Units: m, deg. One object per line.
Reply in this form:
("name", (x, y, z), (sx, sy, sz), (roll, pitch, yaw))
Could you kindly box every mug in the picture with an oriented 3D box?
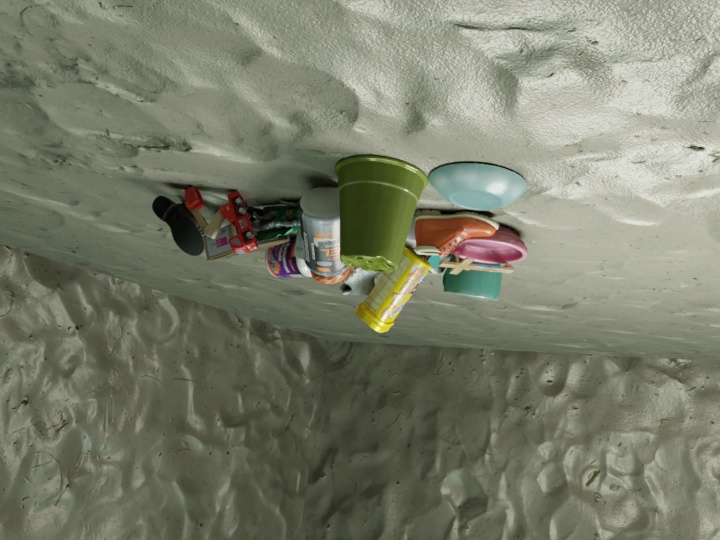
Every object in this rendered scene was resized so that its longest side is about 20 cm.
("mug", (0.293, 0.009, 1.786), (0.181, 0.117, 0.151), (9, 180, 28))

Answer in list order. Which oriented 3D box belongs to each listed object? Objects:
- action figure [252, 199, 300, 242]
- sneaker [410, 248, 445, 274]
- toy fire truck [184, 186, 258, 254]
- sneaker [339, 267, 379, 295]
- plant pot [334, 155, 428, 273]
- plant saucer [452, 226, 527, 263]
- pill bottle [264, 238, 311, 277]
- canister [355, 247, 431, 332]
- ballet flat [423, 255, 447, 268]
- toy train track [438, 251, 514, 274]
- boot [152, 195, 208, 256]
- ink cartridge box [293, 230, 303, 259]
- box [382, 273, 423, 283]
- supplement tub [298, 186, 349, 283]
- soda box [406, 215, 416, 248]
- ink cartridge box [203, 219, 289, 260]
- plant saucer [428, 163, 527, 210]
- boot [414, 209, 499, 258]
("action figure", (-0.185, -0.130, 1.610), (0.196, 0.121, 0.055), (-10, 148, 31))
("sneaker", (0.144, -0.042, 1.800), (0.197, 0.081, 0.128), (-6, -160, -45))
("toy fire truck", (-0.340, -0.123, 1.605), (0.138, 0.204, 0.049), (-21, 165, 3))
("sneaker", (0.000, 0.000, 1.611), (0.085, 0.075, 0.202), (-12, 141, -22))
("plant pot", (0.029, -0.103, 1.335), (0.195, 0.195, 0.200), (9, 167, 2))
("plant saucer", (0.312, -0.067, 1.616), (0.196, 0.052, 0.201), (9, 168, 2))
("pill bottle", (-0.177, -0.037, 1.935), (0.197, 0.114, 0.111), (-2, 164, 37))
("canister", (0.085, 0.046, 1.630), (0.086, 0.202, 0.148), (37, -173, 13))
("ballet flat", (0.185, -0.068, 1.660), (0.067, 0.069, 0.200), (-18, 161, -1))
("toy train track", (0.293, -0.020, 1.659), (0.195, 0.033, 0.115), (6, 161, -13))
("boot", (-0.427, -0.113, 1.676), (0.201, 0.069, 0.174), (50, -172, 13))
("ink cartridge box", (-0.055, -0.053, 1.707), (0.197, 0.087, 0.144), (5, -170, -46))
("box", (0.125, 0.013, 1.876), (0.069, 0.066, 0.199), (12, -167, 20))
("supplement tub", (-0.074, -0.076, 1.489), (0.120, 0.124, 0.203), (6, 133, 10))
("soda box", (0.051, -0.106, 1.594), (0.195, 0.065, 0.068), (9, 167, -2))
("ink cartridge box", (-0.309, -0.087, 1.767), (0.162, 0.077, 0.198), (-13, -178, -36))
("plant saucer", (0.230, -0.157, 1.311), (0.196, 0.040, 0.201), (9, 167, 2))
("boot", (0.218, -0.078, 1.511), (0.195, 0.110, 0.075), (2, 164, 21))
